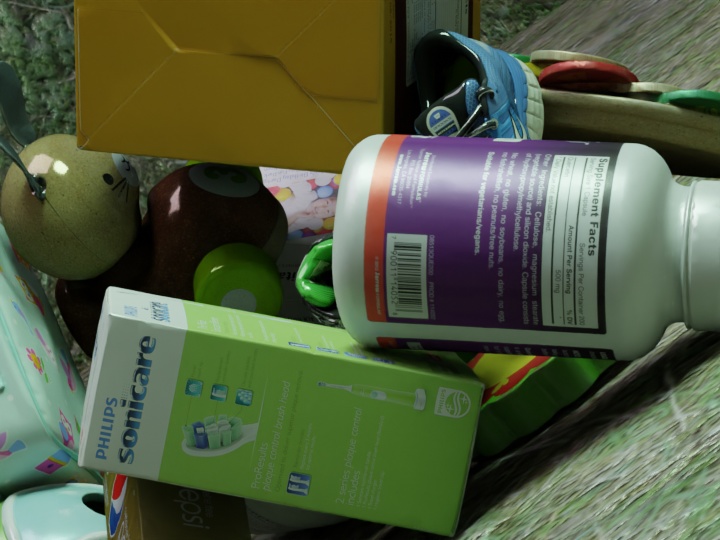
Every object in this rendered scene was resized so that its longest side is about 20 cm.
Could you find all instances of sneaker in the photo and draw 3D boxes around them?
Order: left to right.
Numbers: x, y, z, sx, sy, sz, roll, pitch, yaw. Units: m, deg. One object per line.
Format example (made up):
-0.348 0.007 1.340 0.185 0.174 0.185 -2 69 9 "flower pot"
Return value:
0.000 0.000 1.669 0.200 0.085 0.078 169 112 -73 "sneaker"
0.069 -0.057 1.657 0.078 0.089 0.200 -38 48 22 "sneaker"

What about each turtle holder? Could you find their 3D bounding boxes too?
-0.170 0.193 1.674 0.131 0.141 0.186 -21 -2 1 "turtle holder"

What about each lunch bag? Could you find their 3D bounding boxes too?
-0.231 0.046 1.762 0.077 0.201 0.160 -27 -19 4 "lunch bag"

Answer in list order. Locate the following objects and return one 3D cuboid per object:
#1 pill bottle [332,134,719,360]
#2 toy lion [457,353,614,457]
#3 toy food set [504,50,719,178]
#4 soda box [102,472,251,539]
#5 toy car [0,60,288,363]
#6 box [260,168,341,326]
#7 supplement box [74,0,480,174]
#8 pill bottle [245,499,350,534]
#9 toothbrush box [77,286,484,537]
0.091 -0.012 1.503 0.199 0.113 0.112 3 16 12 "pill bottle"
0.096 0.044 1.678 0.200 0.069 0.192 -32 15 44 "toy lion"
0.169 -0.096 1.790 0.197 0.049 0.200 13 -5 -39 "toy food set"
-0.101 0.143 1.596 0.200 0.064 0.068 -107 30 -63 "soda box"
-0.158 -0.045 1.800 0.158 0.200 0.164 -36 27 13 "toy car"
-0.012 -0.042 1.927 0.155 0.041 0.200 0 49 17 "box"
-0.046 -0.151 1.770 0.196 0.133 0.200 6 17 19 "supplement box"
-0.036 0.097 1.732 0.114 0.115 0.200 -39 6 -20 "pill bottle"
-0.045 0.072 1.544 0.146 0.199 0.086 -135 58 -82 "toothbrush box"
